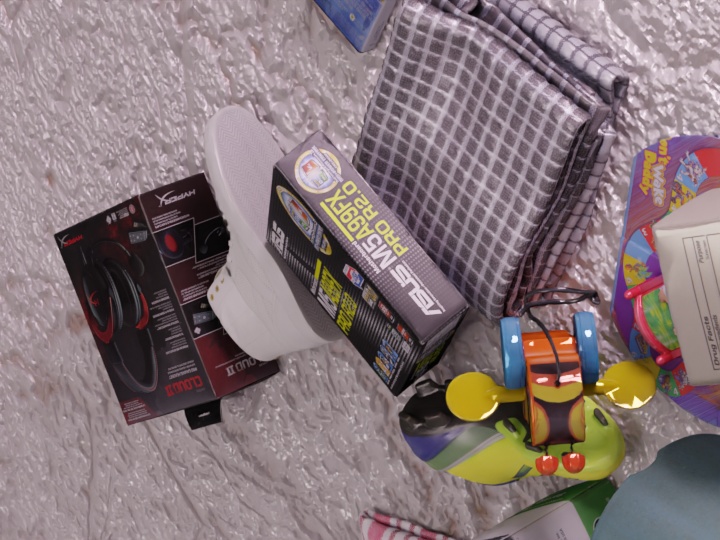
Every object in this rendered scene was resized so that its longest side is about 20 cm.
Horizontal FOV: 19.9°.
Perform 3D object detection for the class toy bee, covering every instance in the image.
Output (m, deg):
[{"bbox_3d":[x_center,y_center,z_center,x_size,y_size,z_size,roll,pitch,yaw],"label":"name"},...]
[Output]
[{"bbox_3d":[0.118,0.081,1.337,0.130,0.200,0.109,-7,80,23],"label":"toy bee"}]

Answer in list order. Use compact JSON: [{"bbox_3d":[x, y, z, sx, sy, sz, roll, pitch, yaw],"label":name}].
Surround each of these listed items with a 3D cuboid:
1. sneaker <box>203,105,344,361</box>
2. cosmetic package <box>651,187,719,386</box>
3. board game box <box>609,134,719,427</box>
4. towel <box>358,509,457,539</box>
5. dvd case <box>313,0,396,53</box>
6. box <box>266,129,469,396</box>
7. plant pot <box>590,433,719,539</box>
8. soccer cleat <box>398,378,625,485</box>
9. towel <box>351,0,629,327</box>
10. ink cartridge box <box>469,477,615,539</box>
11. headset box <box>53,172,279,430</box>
[{"bbox_3d":[-0.094,-0.022,1.625,0.115,0.074,0.201,-23,91,49],"label":"sneaker"},{"bbox_3d":[0.278,-0.002,1.155,0.199,0.087,0.104,-6,104,37],"label":"cosmetic package"},{"bbox_3d":[0.214,0.015,1.306,0.158,0.039,0.201,31,129,37],"label":"board game box"},{"bbox_3d":[0.070,0.279,1.614,0.200,0.030,0.147,14,117,46],"label":"towel"},{"bbox_3d":[-0.004,-0.271,1.442,0.143,0.018,0.200,51,140,21],"label":"dvd case"},{"bbox_3d":[0.000,0.000,1.463,0.160,0.044,0.200,50,168,7],"label":"box"},{"bbox_3d":[0.252,0.209,1.252,0.196,0.200,0.201,34,132,46],"label":"plant pot"},{"bbox_3d":[0.115,0.124,1.476,0.200,0.065,0.084,5,141,44],"label":"soccer cleat"},{"bbox_3d":[0.081,-0.083,1.381,0.166,0.085,0.201,42,135,27],"label":"towel"},{"bbox_3d":[0.113,0.251,1.412,0.083,0.200,0.147,-27,87,52],"label":"ink cartridge box"},{"bbox_3d":[-0.161,0.036,1.729,0.148,0.075,0.201,-18,94,51],"label":"headset box"}]
